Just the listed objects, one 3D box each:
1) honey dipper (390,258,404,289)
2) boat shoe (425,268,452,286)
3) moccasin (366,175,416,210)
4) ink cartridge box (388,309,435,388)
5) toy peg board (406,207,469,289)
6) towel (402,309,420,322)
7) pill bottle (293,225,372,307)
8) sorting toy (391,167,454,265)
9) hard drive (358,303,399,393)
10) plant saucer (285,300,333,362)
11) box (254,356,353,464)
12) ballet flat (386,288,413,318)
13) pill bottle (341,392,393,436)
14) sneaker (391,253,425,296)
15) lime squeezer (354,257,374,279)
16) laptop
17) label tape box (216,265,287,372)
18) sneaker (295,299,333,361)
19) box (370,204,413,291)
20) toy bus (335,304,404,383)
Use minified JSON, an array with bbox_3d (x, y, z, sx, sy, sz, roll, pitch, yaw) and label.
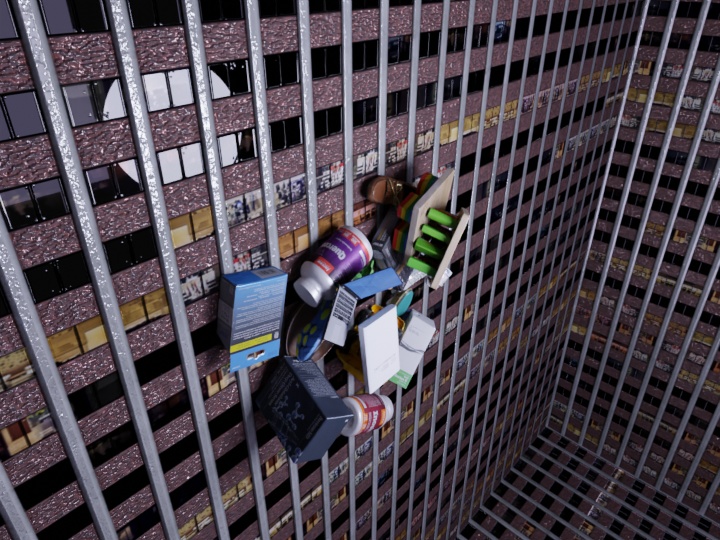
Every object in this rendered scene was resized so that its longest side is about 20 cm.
[{"bbox_3d":[0.121,-0.025,1.462,0.201,0.037,0.038,-54,143,-27],"label":"honey dipper"},{"bbox_3d":[0.233,0.023,1.650,0.066,0.071,0.200,-54,-174,-4],"label":"boat shoe"},{"bbox_3d":[0.090,-0.203,1.395,0.200,0.077,0.075,3,108,-52],"label":"moccasin"},{"bbox_3d":[0.146,0.232,1.591,0.203,0.083,0.146,-64,177,7],"label":"ink cartridge box"},{"bbox_3d":[0.201,-0.080,1.393,0.199,0.096,0.203,-50,164,-75],"label":"toy peg board"},{"bbox_3d":[0.130,0.224,1.711,0.111,0.048,0.204,6,105,-52],"label":"towel"},{"bbox_3d":[-0.068,-0.009,1.277,0.200,0.111,0.114,-46,140,-25],"label":"pill bottle"},{"bbox_3d":[0.160,-0.152,1.400,0.199,0.069,0.202,-48,156,-37],"label":"sorting toy"},{"bbox_3d":[0.052,0.206,1.389,0.131,0.026,0.204,-30,125,-40],"label":"hard drive"},{"bbox_3d":[-0.125,0.148,1.360,0.199,0.034,0.204,-28,128,-41],"label":"plant saucer"},{"bbox_3d":[-0.140,0.332,1.277,0.106,0.200,0.150,13,117,-53],"label":"box"},{"bbox_3d":[0.100,0.126,1.587,0.070,0.070,0.203,-20,137,-44],"label":"ballet flat"},{"bbox_3d":[0.014,0.440,1.632,0.198,0.112,0.115,6,105,-52],"label":"pill bottle"},{"bbox_3d":[0.162,-0.001,1.600,0.202,0.079,0.070,-57,144,-10],"label":"sneaker"},{"bbox_3d":[0.000,0.000,1.431,0.199,0.037,0.072,-33,133,-35],"label":"lime squeezer"},{"bbox_3d":[0.010,0.093,1.272,0.187,0.114,0.204,46,60,-72],"label":"laptop"},{"bbox_3d":[-0.241,0.103,1.163,0.143,0.063,0.204,-13,119,-48],"label":"label tape box"},{"bbox_3d":[-0.088,0.143,1.316,0.201,0.070,0.083,-57,137,-17],"label":"sneaker"},{"bbox_3d":[0.105,-0.063,1.496,0.160,0.048,0.201,-62,146,-24],"label":"box"},{"bbox_3d":[0.036,0.234,1.544,0.201,0.134,0.193,-50,154,-24],"label":"toy bus"}]
